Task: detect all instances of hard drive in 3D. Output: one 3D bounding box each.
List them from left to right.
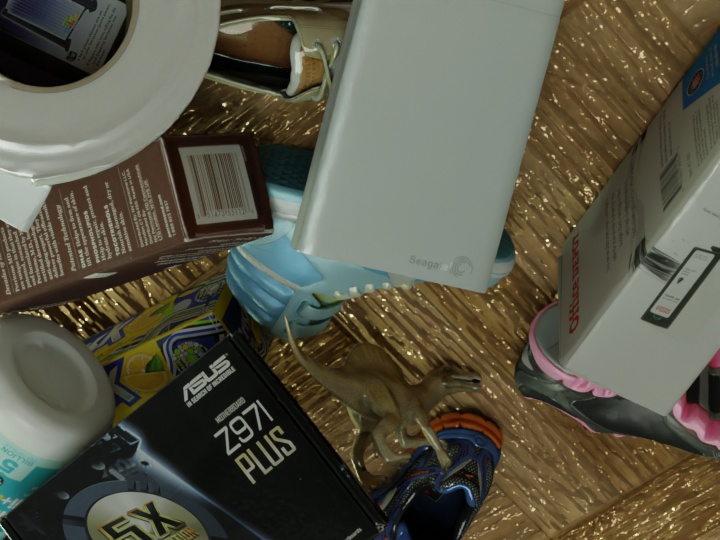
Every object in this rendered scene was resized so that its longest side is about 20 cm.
[{"bbox_3d":[0.043,-0.096,1.270,0.131,0.026,0.201,12,97,-18],"label":"hard drive"}]

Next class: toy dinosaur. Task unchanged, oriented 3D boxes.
[{"bbox_3d":[0.008,0.093,1.382,0.058,0.101,0.200,-31,151,35],"label":"toy dinosaur"}]

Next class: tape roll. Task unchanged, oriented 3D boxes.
[{"bbox_3d":[-0.181,-0.151,1.157,0.202,0.071,0.203,0,91,-10],"label":"tape roll"}]

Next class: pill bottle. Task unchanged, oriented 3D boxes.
[{"bbox_3d":[-0.266,0.128,1.390,0.111,0.111,0.200,37,121,-15],"label":"pill bottle"}]

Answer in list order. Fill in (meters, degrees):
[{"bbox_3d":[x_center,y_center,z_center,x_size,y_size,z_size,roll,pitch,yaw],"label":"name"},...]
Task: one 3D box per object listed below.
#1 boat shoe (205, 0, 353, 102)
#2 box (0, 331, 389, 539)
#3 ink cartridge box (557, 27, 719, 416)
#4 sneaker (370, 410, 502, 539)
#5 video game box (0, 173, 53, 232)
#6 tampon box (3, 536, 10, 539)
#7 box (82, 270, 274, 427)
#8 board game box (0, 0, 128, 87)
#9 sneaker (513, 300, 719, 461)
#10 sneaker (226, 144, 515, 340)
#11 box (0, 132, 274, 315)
[{"bbox_3d":[-0.033,-0.138,1.293,0.199,0.068,0.075,5,122,4],"label":"boat shoe"},{"bbox_3d":[-0.106,0.166,1.329,0.200,0.086,0.164,-38,84,-1],"label":"box"},{"bbox_3d":[0.211,-0.030,1.283,0.084,0.146,0.200,26,123,-11],"label":"ink cartridge box"},{"bbox_3d":[0.035,0.193,1.488,0.075,0.079,0.200,24,122,-7],"label":"sneaker"},{"bbox_3d":[-0.266,-0.129,1.265,0.200,0.182,0.047,29,118,-11],"label":"video game box"},{"bbox_3d":[-0.248,0.277,1.508,0.149,0.200,0.127,-13,120,15],"label":"tampon box"},{"bbox_3d":[-0.163,0.076,1.446,0.200,0.070,0.064,-26,111,22],"label":"box"},{"bbox_3d":[-0.165,-0.202,1.222,0.165,0.057,0.201,26,88,-8],"label":"board game box"},{"bbox_3d":[0.198,0.090,1.417,0.199,0.079,0.095,24,144,-7],"label":"sneaker"},{"bbox_3d":[0.000,0.000,1.373,0.199,0.080,0.131,19,121,7],"label":"sneaker"},{"bbox_3d":[-0.168,-0.029,1.328,0.199,0.100,0.075,-16,86,34],"label":"box"}]
